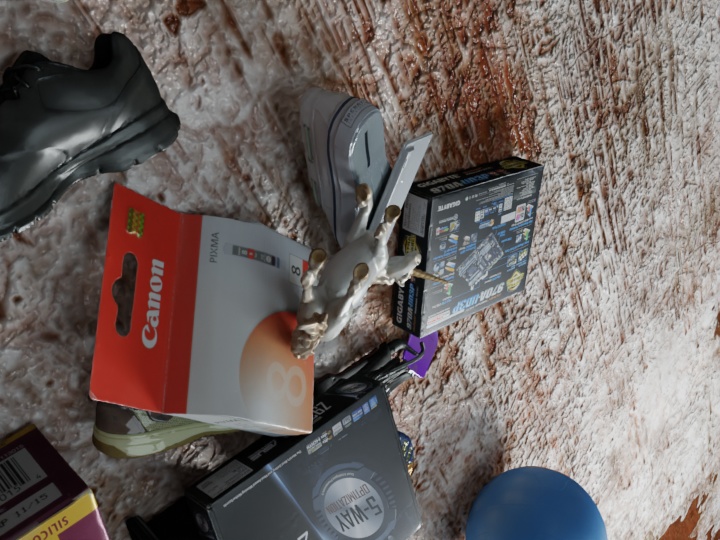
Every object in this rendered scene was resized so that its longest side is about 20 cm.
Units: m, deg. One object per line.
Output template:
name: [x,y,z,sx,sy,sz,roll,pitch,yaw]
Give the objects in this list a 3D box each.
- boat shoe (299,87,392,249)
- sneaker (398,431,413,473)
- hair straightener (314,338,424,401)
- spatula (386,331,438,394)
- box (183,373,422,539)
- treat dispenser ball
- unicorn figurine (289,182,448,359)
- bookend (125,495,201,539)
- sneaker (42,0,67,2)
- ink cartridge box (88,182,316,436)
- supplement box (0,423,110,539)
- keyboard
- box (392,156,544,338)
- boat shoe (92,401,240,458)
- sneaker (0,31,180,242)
boat shoe: [-0.013,-0.089,0.701,0.074,0.066,0.202,-48,159,-25]
sneaker: [-0.020,0.200,0.832,0.198,0.087,0.077,12,84,-53]
hair straightener: [0.004,0.124,0.817,0.198,0.076,0.042,-25,115,-35]
spatula: [0.031,0.143,0.898,0.202,0.020,0.057,-54,133,-10]
box: [-0.042,0.213,0.704,0.198,0.043,0.164,-29,113,-34]
treat dispenser ball: [0.247,0.380,1.114,0.199,0.199,0.205,-23,126,-37]
unicorn figurine: [0.000,0.000,0.674,0.199,0.074,0.139,-36,157,-28]
bookend: [-0.101,0.279,0.775,0.198,0.091,0.203,-31,129,-34]
sneaker: [-0.153,-0.240,0.470,0.200,0.081,0.089,-44,138,-10]
ink cartridge box: [-0.109,0.034,0.619,0.199,0.049,0.166,28,57,-52]
supplement box: [-0.252,0.243,0.588,0.130,0.102,0.204,-32,131,-33]
keyboard: [0.019,-0.038,0.751,0.056,0.011,0.203,-41,158,-56]
box: [0.123,-0.031,0.888,0.198,0.046,0.163,-20,123,-40]
boat shoe: [-0.129,0.097,0.666,0.198,0.071,0.068,-13,118,-43]
sneaker: [-0.211,-0.084,0.499,0.199,0.075,0.092,-41,126,-34]
